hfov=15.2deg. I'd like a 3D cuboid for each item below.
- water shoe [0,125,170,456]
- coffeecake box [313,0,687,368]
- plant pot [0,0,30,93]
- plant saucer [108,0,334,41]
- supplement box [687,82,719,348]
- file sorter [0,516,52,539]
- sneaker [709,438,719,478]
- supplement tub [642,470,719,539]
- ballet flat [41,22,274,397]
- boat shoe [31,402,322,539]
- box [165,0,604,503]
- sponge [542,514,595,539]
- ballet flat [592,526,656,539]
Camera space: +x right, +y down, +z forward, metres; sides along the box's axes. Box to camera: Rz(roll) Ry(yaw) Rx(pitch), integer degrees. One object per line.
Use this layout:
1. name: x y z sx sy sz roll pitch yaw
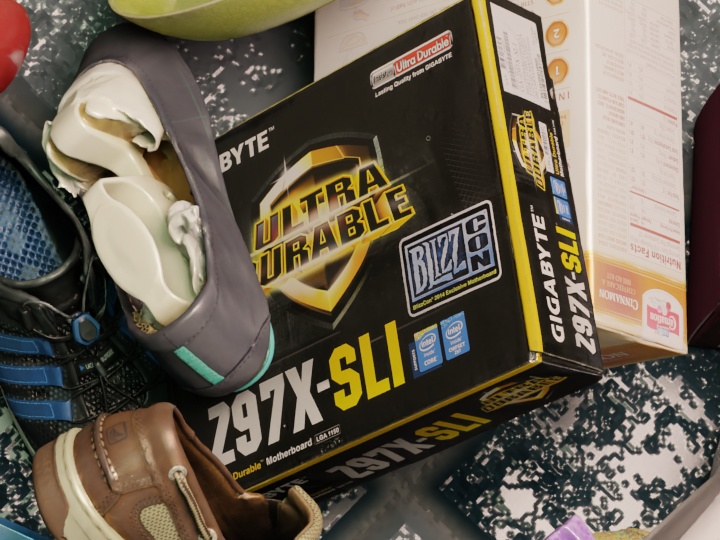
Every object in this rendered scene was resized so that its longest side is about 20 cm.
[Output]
1. water shoe: -0.130 0.027 1.157 0.071 0.079 0.200 -34 80 -12
2. coffeecake box: 0.057 -0.056 1.155 0.073 0.153 0.201 17 68 -47
3. plant pot: -0.242 -0.138 1.136 0.199 0.200 0.184 -20 86 -10
4. plant saucer: -0.017 -0.156 1.175 0.200 0.200 0.031 -36 113 -13
5. supplement box: 0.250 -0.018 1.198 0.199 0.086 0.111 6 75 -4
6. file sorter: -0.198 0.162 1.072 0.199 0.123 0.139 24 96 2
7. sneaker: 0.225 0.063 1.122 0.113 0.200 0.076 22 59 -4
8. supplement tub: 0.170 0.182 0.998 0.200 0.140 0.140 44 76 3
9. ballet flat: -0.092 -0.037 1.128 0.073 0.073 0.201 -17 56 -9
10. boat shoe: -0.044 0.122 1.085 0.075 0.202 0.075 -31 44 14
11. box: 0.000 0.000 1.110 0.049 0.199 0.161 14 59 -46
12. sponge: 0.115 0.208 1.115 0.030 0.112 0.200 -31 79 -42
13. ballet flat: 0.167 0.145 1.159 0.199 0.071 0.071 26 74 -4
